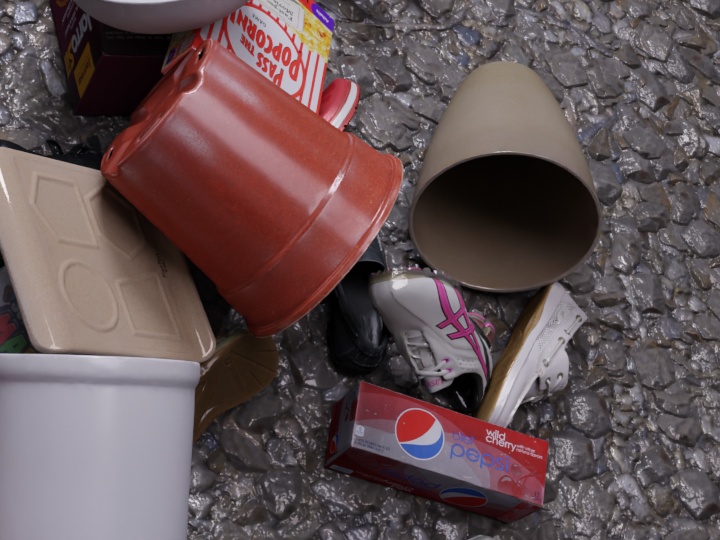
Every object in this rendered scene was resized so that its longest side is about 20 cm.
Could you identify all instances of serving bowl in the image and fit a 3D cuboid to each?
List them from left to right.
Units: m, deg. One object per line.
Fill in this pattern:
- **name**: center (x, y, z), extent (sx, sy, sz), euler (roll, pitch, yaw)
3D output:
- **serving bowl**: center (-0.167, -0.269, 1.383), extent (0.200, 0.066, 0.200), euler (-5, 44, 4)

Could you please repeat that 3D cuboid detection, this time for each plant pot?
- **plant pot**: center (-0.102, -0.080, 1.333), extent (0.195, 0.201, 0.201), euler (39, 53, -18)
- **plant pot**: center (0.146, -0.114, 1.575), extent (0.187, 0.187, 0.200), euler (21, 44, -16)

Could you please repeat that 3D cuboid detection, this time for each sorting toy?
- **sorting toy**: center (-0.220, -0.006, 1.294), extent (0.200, 0.036, 0.185), euler (7, 55, -55)

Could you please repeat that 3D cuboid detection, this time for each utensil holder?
- **utensil holder**: center (-0.212, 0.167, 1.205), extent (0.170, 0.170, 0.200), euler (4, 85, -25)

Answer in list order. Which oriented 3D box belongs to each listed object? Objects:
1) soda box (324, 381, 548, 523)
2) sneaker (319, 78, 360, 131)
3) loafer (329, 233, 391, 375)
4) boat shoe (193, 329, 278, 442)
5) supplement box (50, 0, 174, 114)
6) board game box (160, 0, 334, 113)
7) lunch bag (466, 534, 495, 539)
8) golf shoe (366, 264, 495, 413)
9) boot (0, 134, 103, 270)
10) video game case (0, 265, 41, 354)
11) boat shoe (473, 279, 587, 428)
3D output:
- **soda box**: center (0.072, 0.170, 1.442), extent (0.200, 0.063, 0.070), euler (20, 58, -17)
- **sneaker**: center (-0.085, -0.141, 1.519), extent (0.115, 0.078, 0.200), euler (36, 53, -7)
- **loafer**: center (0.000, 0.000, 1.490), extent (0.068, 0.070, 0.201), euler (7, 62, -24)
- **boat shoe**: center (-0.163, 0.111, 1.362), extent (0.200, 0.063, 0.073), euler (-26, 109, -33)
- **supplement box**: center (-0.237, -0.260, 1.482), extent (0.086, 0.110, 0.200), euler (-4, 66, -28)
- **board game box**: center (-0.101, -0.212, 1.466), extent (0.151, 0.046, 0.200), euler (39, 37, -28)
- **lunch bag**: center (0.045, 0.309, 1.308), extent (0.200, 0.139, 0.168), euler (2, 65, -27)
- **golf shoe**: center (0.070, 0.062, 1.445), extent (0.200, 0.073, 0.092), euler (40, 44, -48)
- **boot**: center (-0.267, -0.030, 1.375), extent (0.162, 0.073, 0.198), euler (10, 62, -29)
- **video game case**: center (-0.285, 0.073, 1.297), extent (0.200, 0.018, 0.143), euler (-38, 115, -36)
- **boat shoe**: center (0.174, 0.094, 1.530), extent (0.069, 0.071, 0.200), euler (37, 53, -4)
